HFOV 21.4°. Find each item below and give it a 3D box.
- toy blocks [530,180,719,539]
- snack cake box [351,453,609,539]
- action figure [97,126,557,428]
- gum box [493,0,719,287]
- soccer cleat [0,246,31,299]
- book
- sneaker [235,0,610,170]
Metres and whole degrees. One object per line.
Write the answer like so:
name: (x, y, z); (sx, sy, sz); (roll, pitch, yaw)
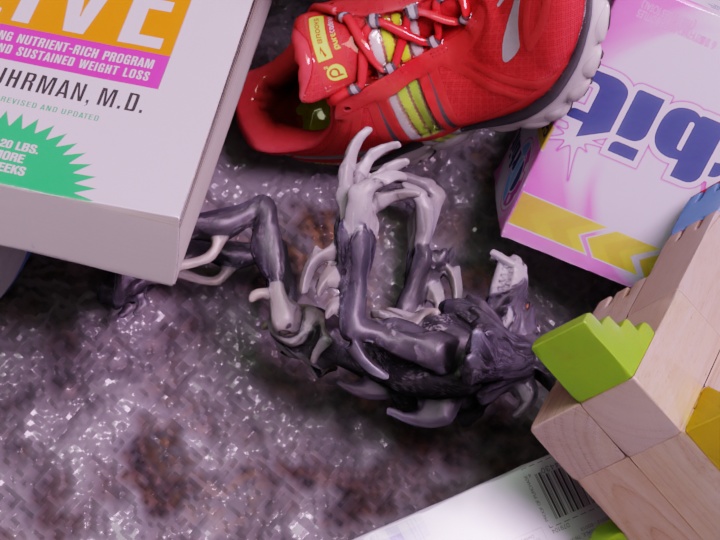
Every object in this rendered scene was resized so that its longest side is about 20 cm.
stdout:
toy blocks: (0.149, 0.060, 0.688); (0.200, 0.100, 0.137); (48, 43, -11)
snack cake box: (0.023, 0.154, 0.697); (0.199, 0.067, 0.115); (-21, 73, -15)
action figure: (0.000, 0.000, 0.731); (0.199, 0.119, 0.102); (17, 80, 6)
gum box: (0.167, -0.038, 0.751); (0.199, 0.114, 0.066); (22, 24, -7)
soccer cleat: (-0.135, -0.076, 0.758); (0.070, 0.086, 0.201); (16, 66, -1)
book: (-0.110, -0.084, 0.707); (0.133, 0.048, 0.200); (12, 44, 1)
sneaker: (0.018, -0.081, 0.720); (0.085, 0.200, 0.077); (-2, 73, -34)
